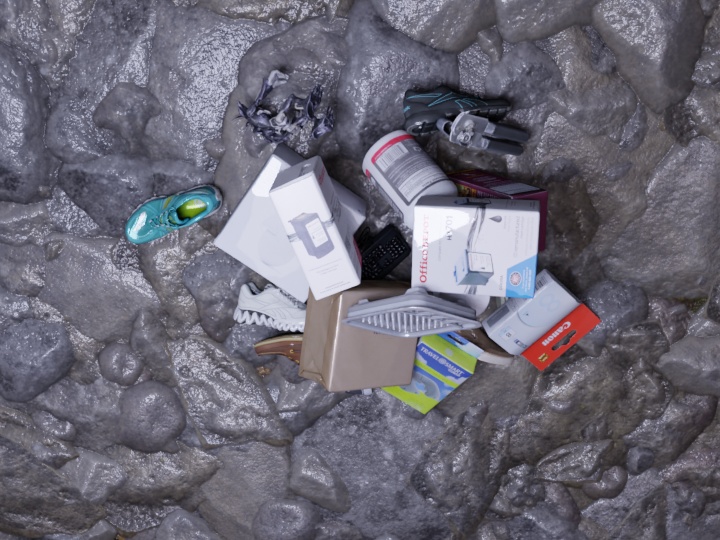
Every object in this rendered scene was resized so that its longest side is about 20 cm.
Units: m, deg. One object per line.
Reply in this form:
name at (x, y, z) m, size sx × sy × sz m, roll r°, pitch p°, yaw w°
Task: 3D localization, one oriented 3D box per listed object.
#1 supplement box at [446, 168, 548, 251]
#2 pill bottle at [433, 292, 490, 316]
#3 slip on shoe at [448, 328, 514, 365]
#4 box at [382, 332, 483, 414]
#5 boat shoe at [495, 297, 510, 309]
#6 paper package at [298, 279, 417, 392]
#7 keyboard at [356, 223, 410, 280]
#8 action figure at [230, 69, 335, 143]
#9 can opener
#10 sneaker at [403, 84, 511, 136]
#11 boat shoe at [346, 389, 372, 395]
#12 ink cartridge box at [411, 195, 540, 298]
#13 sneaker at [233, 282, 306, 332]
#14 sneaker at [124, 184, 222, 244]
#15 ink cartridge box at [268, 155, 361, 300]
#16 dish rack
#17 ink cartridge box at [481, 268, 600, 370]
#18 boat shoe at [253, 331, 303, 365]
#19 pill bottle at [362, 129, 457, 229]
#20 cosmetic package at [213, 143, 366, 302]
supplement box at (0.229, -0.103, 1.541) m, size 0.085 × 0.200 × 0.111 m, roll -13°, pitch 113°, yaw -30°
pill bottle at (0.182, 0.012, 1.587) m, size 0.112 × 0.200 × 0.113 m, roll 1°, pitch 110°, yaw 2°
slip on shoe at (0.210, 0.127, 1.699) m, size 0.199 × 0.076 × 0.061 m, roll 21°, pitch 97°, yaw 1°
box at (0.132, 0.190, 1.690) m, size 0.122 × 0.048 × 0.200 m, roll 32°, pitch 134°, yaw -9°
boat shoe at (0.285, -0.005, 1.648) m, size 0.062 × 0.075 × 0.201 m, roll -8°, pitch 114°, yaw -1°
paper package at (0.004, 0.115, 1.595) m, size 0.200 × 0.103 × 0.191 m, roll 1°, pitch 99°, yaw -39°
keyboard at (0.000, 0.000, 1.638) m, size 0.200 × 0.040 × 0.104 m, roll -42°, pitch 117°, yaw -3°
action figure at (-0.134, -0.281, 1.548) m, size 0.200 × 0.102 × 0.119 m, roll 7°, pitch 148°, yaw 39°
can opener at (0.213, -0.243, 1.535) m, size 0.200 × 0.067 × 0.053 m, roll 2°, pitch 117°, yaw -46°
sneaker at (0.170, -0.293, 1.547) m, size 0.199 × 0.075 × 0.080 m, roll -7°, pitch 72°, yaw -13°
boat shoe at (-0.018, 0.155, 1.718) m, size 0.066 × 0.070 × 0.201 m, roll -6°, pitch 116°, yaw 4°
ink cartridge box at (0.186, -0.039, 1.419) m, size 0.199 × 0.086 × 0.147 m, roll 3°, pitch 107°, yaw 10°
sneaker at (-0.150, 0.070, 1.666) m, size 0.199 × 0.075 × 0.081 m, roll 8°, pitch 95°, yaw 21°
sneaker at (-0.352, -0.104, 1.626) m, size 0.199 × 0.080 × 0.078 m, roll -24°, pitch 107°, yaw 10°
ink cartridge box at (-0.072, -0.075, 1.465) m, size 0.084 × 0.145 × 0.201 m, roll -20°, pitch 107°, yaw 8°
dish rack at (0.085, 0.071, 1.469) m, size 0.171 × 0.200 × 0.044 m, roll 15°, pitch 70°, yaw -39°
ink cartridge box at (0.352, 0.108, 1.664) m, size 0.160 × 0.047 × 0.200 m, roll -43°, pitch 122°, yaw 15°
boat shoe at (-0.116, 0.151, 1.689) m, size 0.199 × 0.072 × 0.068 m, roll -9°, pitch 91°, yaw 23°
pill bottle at (0.101, -0.141, 1.537) m, size 0.111 × 0.111 × 0.200 m, roll -43°, pitch 67°, yaw 15°
cosmetic package at (-0.124, -0.090, 1.602) m, size 0.199 × 0.123 × 0.200 m, roll 34°, pitch 108°, yaw -10°
